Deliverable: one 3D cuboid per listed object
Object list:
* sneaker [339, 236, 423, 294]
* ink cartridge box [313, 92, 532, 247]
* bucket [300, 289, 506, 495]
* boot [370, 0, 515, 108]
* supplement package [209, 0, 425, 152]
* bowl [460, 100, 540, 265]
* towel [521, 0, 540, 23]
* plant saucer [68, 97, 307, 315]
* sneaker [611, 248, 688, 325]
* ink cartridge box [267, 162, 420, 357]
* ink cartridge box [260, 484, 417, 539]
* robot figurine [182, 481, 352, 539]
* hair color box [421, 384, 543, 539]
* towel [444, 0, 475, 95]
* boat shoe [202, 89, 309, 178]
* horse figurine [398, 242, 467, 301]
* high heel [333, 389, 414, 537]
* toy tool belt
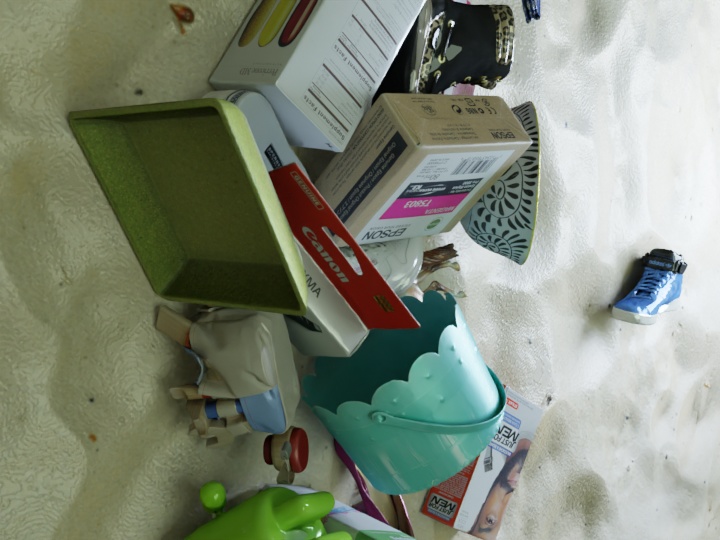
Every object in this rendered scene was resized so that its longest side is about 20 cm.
[{"bbox_3d":[0.000,0.000,1.002,0.200,0.075,0.100,-48,128,-26],"label":"sneaker"},{"bbox_3d":[0.063,-0.108,0.959,0.199,0.075,0.165,-11,151,-44],"label":"ink cartridge box"},{"bbox_3d":[0.051,0.132,0.969,0.207,0.206,0.135,-43,110,-29],"label":"bucket"},{"bbox_3d":[0.094,-0.217,1.017,0.150,0.073,0.202,-9,118,-33],"label":"boot"},{"bbox_3d":[-0.039,-0.234,0.891,0.109,0.113,0.201,41,70,-42],"label":"supplement package"},{"bbox_3d":[0.157,-0.109,1.097,0.201,0.093,0.203,3,90,-89],"label":"bowl"},{"bbox_3d":[0.165,-0.397,1.002,0.145,0.024,0.201,-77,146,-46],"label":"towel"},{"bbox_3d":[-0.139,-0.062,0.775,0.048,0.199,0.201,-46,127,-39],"label":"plant saucer"},{"bbox_3d":[0.477,0.020,1.463,0.199,0.076,0.112,-12,112,-46],"label":"sneaker"},{"bbox_3d":[-0.059,-0.001,0.846,0.044,0.173,0.200,-48,112,-26],"label":"ink cartridge box"},{"bbox_3d":[-0.034,0.330,0.950,0.087,0.199,0.147,18,85,-47],"label":"ink cartridge box"},{"bbox_3d":[-0.108,0.292,0.880,0.115,0.199,0.176,12,48,-63],"label":"robot figurine"},{"bbox_3d":[0.171,0.261,1.229,0.111,0.064,0.201,32,77,-43],"label":"hair color box"},{"bbox_3d":[0.084,-0.277,1.065,0.199,0.023,0.145,19,84,-44],"label":"towel"},{"bbox_3d":[-0.104,-0.095,0.889,0.071,0.069,0.201,-54,141,-27],"label":"boat shoe"},{"bbox_3d":[0.068,0.059,1.089,0.131,0.050,0.202,-6,111,-26],"label":"horse figurine"},{"bbox_3d":[0.026,0.241,1.061,0.067,0.096,0.202,-26,115,-37],"label":"high heel"},{"bbox_3d":[-0.128,0.119,0.896,0.125,0.122,0.202,-72,155,-60],"label":"toy tool belt"}]
